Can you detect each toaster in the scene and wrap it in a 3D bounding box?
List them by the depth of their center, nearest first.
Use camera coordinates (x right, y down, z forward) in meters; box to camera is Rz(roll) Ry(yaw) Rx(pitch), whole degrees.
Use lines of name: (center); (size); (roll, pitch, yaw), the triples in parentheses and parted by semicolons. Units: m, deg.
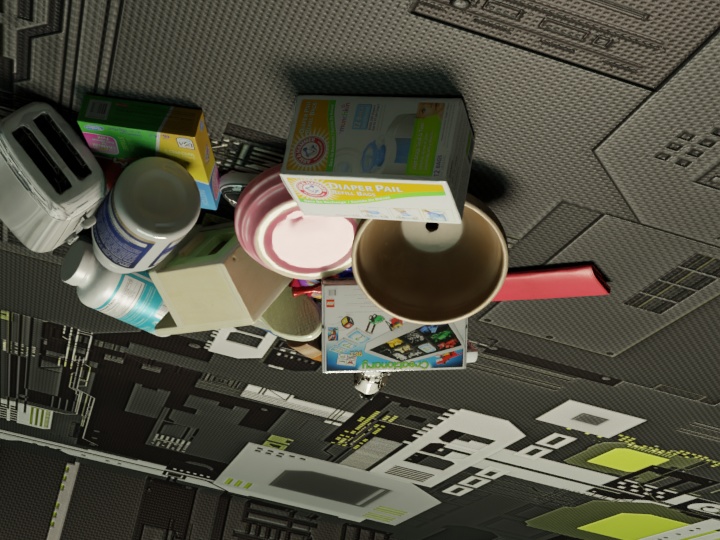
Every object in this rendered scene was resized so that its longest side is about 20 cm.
toaster: (-0.416, -0.128, 1.550); (0.200, 0.114, 0.129); (54, 142, -5)

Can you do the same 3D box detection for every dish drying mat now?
dish drying mat: (0.257, 0.019, 1.755); (0.199, 0.018, 0.077); (-5, 152, 34)

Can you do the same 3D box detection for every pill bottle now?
pill bottle: (-0.289, -0.063, 1.577); (0.111, 0.112, 0.200); (19, 156, -19)
pill bottle: (-0.373, 0.023, 1.923); (0.199, 0.111, 0.111); (28, 152, -34)

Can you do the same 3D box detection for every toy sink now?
toy sink: (-0.219, 0.005, 1.750); (0.199, 0.130, 0.112); (-8, 118, 37)

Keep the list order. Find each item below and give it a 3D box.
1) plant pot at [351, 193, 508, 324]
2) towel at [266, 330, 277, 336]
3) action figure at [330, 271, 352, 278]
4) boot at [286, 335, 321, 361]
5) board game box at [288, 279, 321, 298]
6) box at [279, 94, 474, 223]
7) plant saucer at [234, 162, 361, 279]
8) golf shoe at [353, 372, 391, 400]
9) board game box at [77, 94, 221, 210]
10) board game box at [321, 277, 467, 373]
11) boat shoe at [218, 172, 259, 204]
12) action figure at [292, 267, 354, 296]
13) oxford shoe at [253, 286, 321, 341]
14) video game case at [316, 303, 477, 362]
plant pot: (0.090, -0.036, 1.556); (0.200, 0.093, 0.202); (2, 125, 3)
towel: (-0.108, 0.090, 2.027); (0.111, 0.049, 0.200); (-8, 153, 44)
action figure: (0.018, 0.017, 1.822); (0.199, 0.052, 0.065); (13, 162, 0)
boot: (-0.002, 0.120, 1.944); (0.199, 0.077, 0.155); (-15, 154, 37)
board game box: (-0.119, 0.027, 1.861); (0.200, 0.039, 0.158); (28, 166, -38)
box: (0.021, -0.129, 1.394); (0.199, 0.113, 0.101); (4, 156, 18)
plant saucer: (-0.065, -0.057, 1.578); (0.199, 0.051, 0.201); (-4, 137, -4)
golf shoe: (0.029, 0.166, 2.102); (0.077, 0.095, 0.200); (11, 156, 2)
board game box: (-0.267, -0.150, 1.563); (0.152, 0.041, 0.200); (8, 157, 6)
board game box: (0.046, 0.073, 1.638); (0.199, 0.127, 0.035); (-1, -165, -6)
boat shoe: (-0.102, -0.072, 1.638); (0.199, 0.067, 0.070); (21, 155, -24)
action figure: (0.000, 0.000, 1.729); (0.199, 0.066, 0.052); (-5, -174, -6)
oxford shoe: (-0.119, 0.063, 1.788); (0.199, 0.075, 0.058); (15, 157, 44)
video game case: (0.046, 0.091, 1.777); (0.199, 0.023, 0.182); (-2, -155, -21)
